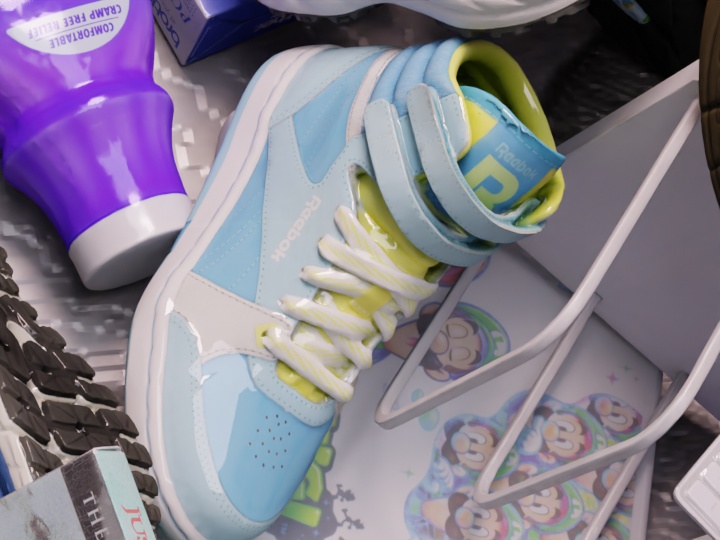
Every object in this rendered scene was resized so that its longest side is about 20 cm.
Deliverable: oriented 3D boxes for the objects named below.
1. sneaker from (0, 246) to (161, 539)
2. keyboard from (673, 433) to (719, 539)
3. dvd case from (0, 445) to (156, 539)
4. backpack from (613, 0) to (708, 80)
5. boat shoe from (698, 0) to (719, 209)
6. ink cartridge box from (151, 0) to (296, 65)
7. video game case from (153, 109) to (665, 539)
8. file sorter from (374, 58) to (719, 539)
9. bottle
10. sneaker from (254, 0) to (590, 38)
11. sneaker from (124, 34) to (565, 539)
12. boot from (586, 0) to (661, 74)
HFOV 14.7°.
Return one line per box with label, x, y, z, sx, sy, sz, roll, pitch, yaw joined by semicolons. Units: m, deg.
sneaker;-0.138;0.050;0.915;0.079;0.089;0.200;28;20;-52
keyboard;0.175;0.027;0.910;0.056;0.011;0.200;49;60;-8
dvd case;-0.129;0.159;0.837;0.022;0.200;0.146;11;55;-63
backpack;0.103;-0.197;0.982;0.200;0.163;0.154;38;27;-25
boat shoe;0.166;-0.007;0.879;0.066;0.072;0.201;-10;78;-33
ink cartridge box;-0.071;-0.186;1.074;0.094;0.044;0.200;-24;77;-25
video game case;0.021;0.054;1.013;0.182;0.024;0.200;15;63;-13
file sorter;0.128;0.055;0.961;0.200;0.139;0.125;40;58;-12
bottle;-0.118;-0.091;1.004;0.083;0.065;0.200;-18;75;-26
sneaker;0.028;-0.129;0.948;0.074;0.200;0.079;-46;128;-38
sneaker;0.000;0.000;0.934;0.080;0.130;0.200;37;58;-37
boot;0.131;-0.170;1.123;0.203;0.073;0.154;35;58;-4
